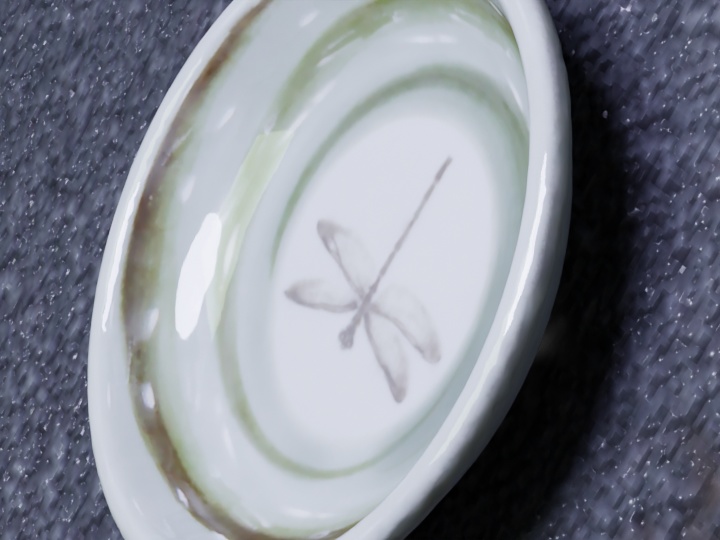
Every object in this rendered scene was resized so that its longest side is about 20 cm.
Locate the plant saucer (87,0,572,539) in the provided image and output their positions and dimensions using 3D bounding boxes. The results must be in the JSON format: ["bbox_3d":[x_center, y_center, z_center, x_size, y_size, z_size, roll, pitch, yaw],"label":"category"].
[{"bbox_3d":[0.000,0.000,0.814,0.200,0.050,0.201,-26,54,43],"label":"plant saucer"}]
